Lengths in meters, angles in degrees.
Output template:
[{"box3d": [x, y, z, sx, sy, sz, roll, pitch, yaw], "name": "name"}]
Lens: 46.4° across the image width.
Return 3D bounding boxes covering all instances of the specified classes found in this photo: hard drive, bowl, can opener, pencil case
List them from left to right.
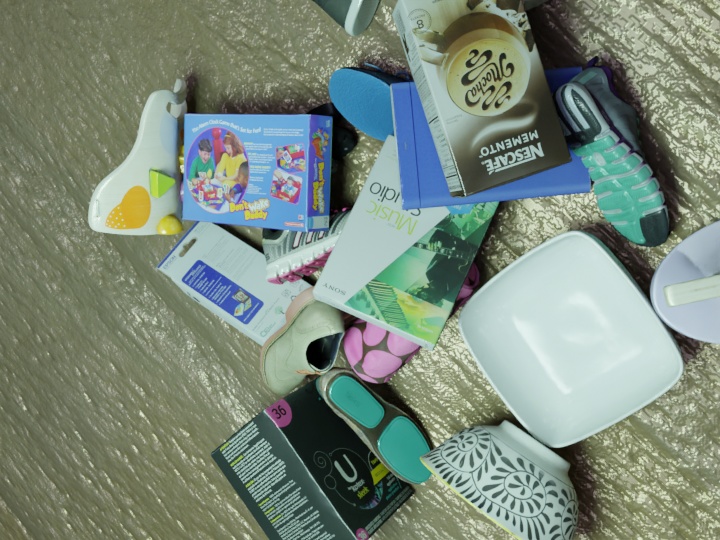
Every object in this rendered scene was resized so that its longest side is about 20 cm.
[{"box3d": [-0.087, -0.124, 1.061, 0.063, 0.079, 0.200, 33, 122, -33], "name": "can opener"}, {"box3d": [0.055, 0.045, 1.005, 0.094, 0.091, 0.200, 50, 122, 16], "name": "pencil case"}, {"box3d": [0.137, -0.138, 0.884, 0.200, 0.025, 0.132, -6, 95, -2], "name": "hard drive"}, {"box3d": [0.176, 0.233, 0.950, 0.201, 0.201, 0.094, 34, 87, 18], "name": "bowl"}, {"box3d": [0.230, 0.070, 0.920, 0.200, 0.075, 0.200, -39, 83, 30], "name": "bowl"}]

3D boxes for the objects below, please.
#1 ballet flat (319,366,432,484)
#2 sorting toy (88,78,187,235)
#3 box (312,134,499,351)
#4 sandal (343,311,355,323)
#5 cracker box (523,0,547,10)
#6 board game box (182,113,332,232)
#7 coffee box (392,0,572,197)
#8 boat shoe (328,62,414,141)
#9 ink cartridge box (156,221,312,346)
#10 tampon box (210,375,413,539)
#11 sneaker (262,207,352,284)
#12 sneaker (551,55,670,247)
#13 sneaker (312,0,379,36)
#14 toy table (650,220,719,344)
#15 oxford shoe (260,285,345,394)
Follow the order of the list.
[{"box3d": [0.020, 0.191, 1.065, 0.200, 0.068, 0.067, 51, 166, -19], "name": "ballet flat"}, {"box3d": [-0.258, -0.154, 1.086, 0.107, 0.200, 0.180, 13, 111, -1], "name": "sorting toy"}, {"box3d": [0.054, -0.032, 0.910, 0.144, 0.036, 0.200, 23, 79, 9], "name": "box"}, {"box3d": [0.000, 0.000, 1.006, 0.054, 0.080, 0.200, 29, 143, -16], "name": "sandal"}, {"box3d": [0.148, -0.337, 0.875, 0.200, 0.058, 0.134, -19, 92, 32], "name": "cracker box"}, {"box3d": [-0.129, -0.122, 1.020, 0.200, 0.045, 0.135, 8, 99, 33], "name": "board game box"}, {"box3d": [0.118, -0.182, 0.826, 0.113, 0.080, 0.200, -19, 94, -2], "name": "coffee box"}, {"box3d": [0.058, -0.178, 0.962, 0.200, 0.069, 0.084, 31, 128, 14], "name": "boat shoe"}, {"box3d": [-0.164, 0.016, 1.117, 0.200, 0.039, 0.099, 33, 73, 18], "name": "ink cartridge box"}, {"box3d": [-0.060, 0.261, 1.084, 0.126, 0.150, 0.200, -41, 81, 31], "name": "tampon box"}, {"box3d": [-0.046, -0.057, 1.042, 0.200, 0.074, 0.088, -27, 77, 24], "name": "sneaker"}, {"box3d": [0.273, -0.121, 0.857, 0.074, 0.088, 0.200, -5, 125, 55], "name": "sneaker"}, {"box3d": [-0.008, -0.377, 0.943, 0.099, 0.071, 0.200, 33, 120, 13], "name": "sneaker"}, {"box3d": [0.372, 0.003, 0.766, 0.200, 0.117, 0.184, -26, 82, 12], "name": "toy table"}, {"box3d": [-0.073, 0.105, 1.030, 0.074, 0.071, 0.200, 64, 147, 31], "name": "oxford shoe"}]
